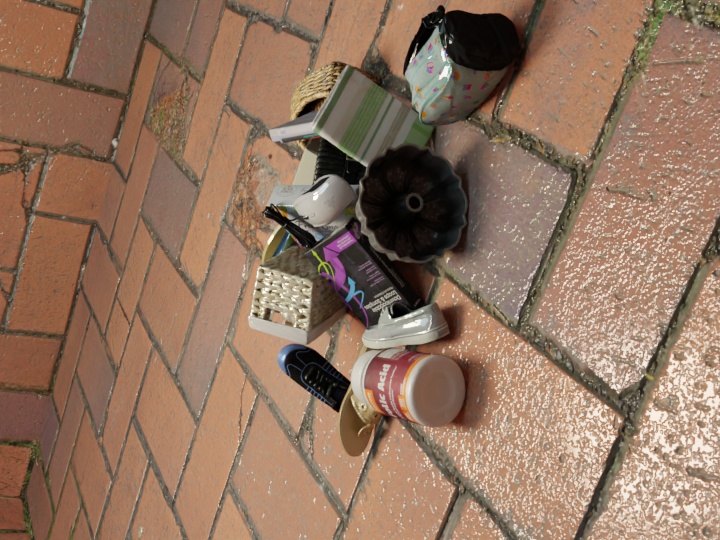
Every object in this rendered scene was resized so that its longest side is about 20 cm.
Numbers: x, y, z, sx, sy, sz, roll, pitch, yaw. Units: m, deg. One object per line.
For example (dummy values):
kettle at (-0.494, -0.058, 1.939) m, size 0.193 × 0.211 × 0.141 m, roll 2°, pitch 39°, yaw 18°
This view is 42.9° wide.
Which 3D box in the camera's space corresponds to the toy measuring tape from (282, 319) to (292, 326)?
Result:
toy measuring tape at (-0.144, 0.018, 1.986) m, size 0.073 × 0.073 × 0.204 m, roll 23°, pitch 100°, yaw 59°

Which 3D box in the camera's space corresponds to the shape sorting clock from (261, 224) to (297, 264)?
shape sorting clock at (-0.124, -0.067, 1.864) m, size 0.039 × 0.199 × 0.202 m, roll 39°, pitch 118°, yaw 24°

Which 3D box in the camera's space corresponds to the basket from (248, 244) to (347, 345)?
basket at (-0.111, 0.039, 1.751) m, size 0.133 × 0.200 × 0.126 m, roll 15°, pitch 111°, yaw 17°

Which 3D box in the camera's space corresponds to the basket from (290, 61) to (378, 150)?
basket at (-0.063, -0.310, 1.877) m, size 0.199 × 0.141 × 0.152 m, roll -31°, pitch 55°, yaw 52°

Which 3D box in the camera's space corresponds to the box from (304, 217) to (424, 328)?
box at (0.005, 0.014, 1.634) m, size 0.142 × 0.200 × 0.036 m, roll -30°, pitch 15°, yaw 50°

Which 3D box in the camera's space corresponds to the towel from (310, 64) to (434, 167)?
towel at (0.022, -0.252, 1.630) m, size 0.151 × 0.198 × 0.031 m, roll -61°, pitch 12°, yaw -21°

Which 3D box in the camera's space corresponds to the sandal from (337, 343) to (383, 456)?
sandal at (0.017, 0.229, 1.643) m, size 0.069 × 0.077 × 0.216 m, roll -2°, pitch 73°, yaw 58°

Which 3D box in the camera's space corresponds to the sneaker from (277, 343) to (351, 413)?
sneaker at (-0.063, 0.203, 1.678) m, size 0.071 × 0.199 × 0.078 m, roll -56°, pitch 30°, yaw -4°

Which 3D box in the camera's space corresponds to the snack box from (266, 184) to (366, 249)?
snack box at (-0.052, -0.093, 1.658) m, size 0.197 × 0.143 × 0.054 m, roll 3°, pitch 57°, yaw 32°

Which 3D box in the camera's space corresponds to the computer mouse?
computer mouse at (-0.084, -0.102, 1.568) m, size 0.199 × 0.109 × 0.044 m, roll -31°, pitch 21°, yaw 50°

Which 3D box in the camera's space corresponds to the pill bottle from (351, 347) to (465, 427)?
pill bottle at (0.073, 0.189, 1.522) m, size 0.199 × 0.113 × 0.117 m, roll 1°, pitch 82°, yaw 59°

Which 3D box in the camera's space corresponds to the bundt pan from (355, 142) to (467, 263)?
bundt pan at (0.078, -0.106, 1.542) m, size 0.076 × 0.198 × 0.206 m, roll 154°, pitch 122°, yaw -68°

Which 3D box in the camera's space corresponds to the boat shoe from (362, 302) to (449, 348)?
boat shoe at (0.072, 0.089, 1.580) m, size 0.199 × 0.069 × 0.073 m, roll -12°, pitch 96°, yaw 49°

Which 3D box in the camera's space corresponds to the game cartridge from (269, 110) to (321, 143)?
game cartridge at (-0.071, -0.280, 1.730) m, size 0.198 × 0.129 × 0.039 m, roll 1°, pitch 119°, yaw 50°

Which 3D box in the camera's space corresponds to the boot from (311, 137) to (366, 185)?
boot at (0.000, -0.224, 1.689) m, size 0.080 × 0.155 × 0.214 m, roll 92°, pitch -170°, yaw -59°

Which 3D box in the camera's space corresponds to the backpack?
backpack at (0.153, -0.333, 1.519) m, size 0.200 × 0.164 × 0.129 m, roll -41°, pitch 52°, yaw 54°

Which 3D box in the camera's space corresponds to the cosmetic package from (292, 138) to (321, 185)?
cosmetic package at (-0.090, -0.191, 1.877) m, size 0.104 × 0.072 × 0.201 m, roll -60°, pitch -4°, yaw -42°
